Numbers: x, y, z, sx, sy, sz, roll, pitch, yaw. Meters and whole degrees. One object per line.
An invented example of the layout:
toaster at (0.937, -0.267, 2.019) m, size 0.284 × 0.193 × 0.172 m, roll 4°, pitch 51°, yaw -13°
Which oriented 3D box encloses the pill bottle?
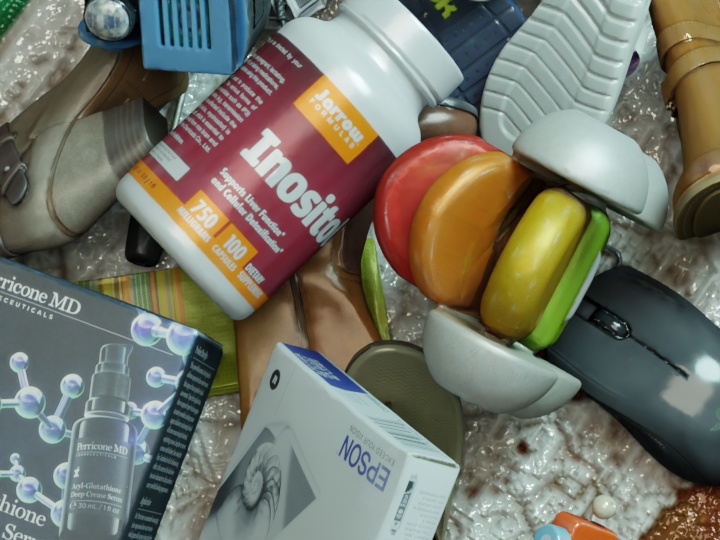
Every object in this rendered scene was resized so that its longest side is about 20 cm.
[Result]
pill bottle at (-0.039, -0.076, 1.681) m, size 0.200 × 0.113 × 0.113 m, roll -44°, pitch 78°, yaw -2°

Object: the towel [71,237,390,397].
towel at (-0.083, 0.034, 1.773) m, size 0.199 × 0.018 × 0.086 m, roll -9°, pitch 76°, yaw 0°

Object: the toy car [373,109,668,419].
toy car at (0.081, -0.016, 1.653) m, size 0.150 × 0.200 × 0.175 m, roll 27°, pitch 92°, yaw 15°

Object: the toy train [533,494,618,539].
toy train at (0.064, 0.187, 1.680) m, size 0.056 × 0.200 × 0.151 m, roll 27°, pitch 99°, yaw 50°

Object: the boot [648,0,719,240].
boot at (0.208, -0.100, 1.706) m, size 0.073 × 0.200 × 0.155 m, roll -19°, pitch 82°, yaw 13°

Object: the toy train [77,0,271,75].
toy train at (-0.101, -0.190, 1.720) m, size 0.114 × 0.087 × 0.200 m, roll 8°, pitch 31°, yaw 12°

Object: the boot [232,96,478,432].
boot at (0.000, 0.000, 1.740) m, size 0.188 × 0.069 × 0.201 m, roll -13°, pitch 72°, yaw -3°

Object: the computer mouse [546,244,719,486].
computer mouse at (0.171, 0.058, 1.738) m, size 0.200 × 0.053 × 0.139 m, roll 33°, pitch 78°, yaw 10°

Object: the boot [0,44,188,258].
boot at (-0.185, -0.095, 1.778) m, size 0.146 × 0.070 × 0.200 m, roll -26°, pitch 35°, yaw 22°

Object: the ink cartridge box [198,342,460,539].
ink cartridge box at (-0.033, 0.165, 1.624) m, size 0.040 × 0.200 × 0.201 m, roll 15°, pitch 99°, yaw -28°

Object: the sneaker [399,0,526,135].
sneaker at (0.054, -0.177, 1.792) m, size 0.074 × 0.082 × 0.200 m, roll -30°, pitch 99°, yaw 12°

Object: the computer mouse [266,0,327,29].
computer mouse at (-0.039, -0.190, 1.806) m, size 0.109 × 0.044 × 0.201 m, roll -13°, pitch 68°, yaw 36°

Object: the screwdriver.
screwdriver at (-0.114, -0.096, 1.805) m, size 0.029 × 0.028 × 0.201 m, roll 6°, pitch 72°, yaw 34°

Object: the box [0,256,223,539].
box at (-0.189, 0.108, 1.699) m, size 0.148 × 0.107 × 0.201 m, roll 19°, pitch 85°, yaw 7°

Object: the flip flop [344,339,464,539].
flip flop at (0.017, 0.142, 1.691) m, size 0.081 × 0.058 × 0.201 m, roll 9°, pitch 96°, yaw -5°

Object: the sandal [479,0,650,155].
sandal at (0.141, -0.142, 1.730) m, size 0.082 × 0.050 × 0.203 m, roll 41°, pitch 123°, yaw 21°
